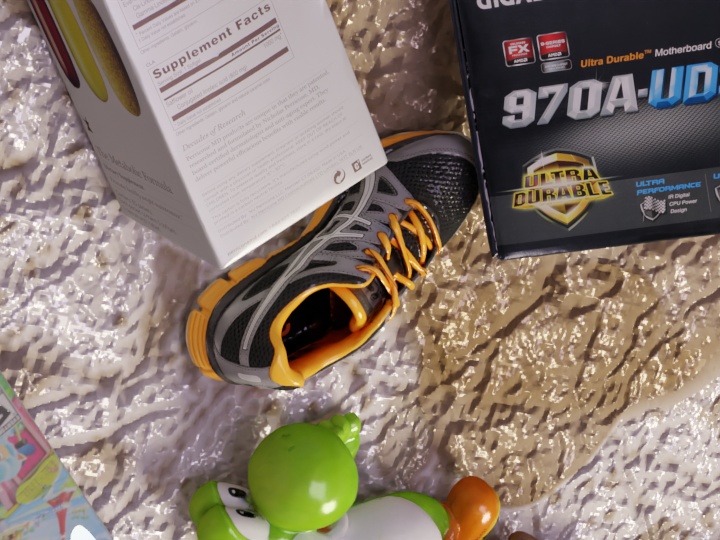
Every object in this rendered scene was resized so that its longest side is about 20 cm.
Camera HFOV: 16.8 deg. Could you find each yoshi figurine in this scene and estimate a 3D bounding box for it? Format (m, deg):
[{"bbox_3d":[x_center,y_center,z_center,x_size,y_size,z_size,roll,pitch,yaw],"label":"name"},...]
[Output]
[{"bbox_3d":[0.004,0.139,1.380,0.200,0.112,0.112,14,86,-34],"label":"yoshi figurine"}]

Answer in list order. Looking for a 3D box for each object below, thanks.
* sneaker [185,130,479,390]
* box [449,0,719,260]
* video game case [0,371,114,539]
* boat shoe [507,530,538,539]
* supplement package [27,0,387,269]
[{"bbox_3d":[0.000,0.000,1.339,0.200,0.077,0.078,-43,123,-16],"label":"sneaker"},{"bbox_3d":[0.159,-0.096,1.329,0.046,0.200,0.159,-34,116,-70],"label":"box"},{"bbox_3d":[-0.232,0.167,1.281,0.200,0.022,0.182,-39,124,-16],"label":"video game case"},{"bbox_3d":[0.141,0.223,1.513,0.200,0.072,0.072,42,63,-48],"label":"boat shoe"},{"bbox_3d":[-0.088,-0.122,1.215,0.109,0.114,0.200,-34,121,-20],"label":"supplement package"}]
